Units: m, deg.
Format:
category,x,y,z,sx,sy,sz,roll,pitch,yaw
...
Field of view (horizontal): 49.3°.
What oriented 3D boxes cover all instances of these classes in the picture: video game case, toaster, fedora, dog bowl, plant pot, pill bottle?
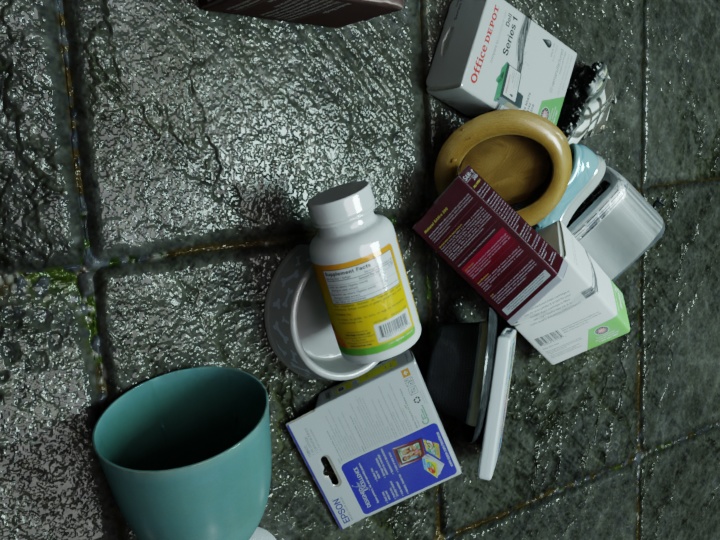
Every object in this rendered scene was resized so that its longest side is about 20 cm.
category,x,y,z,sx,sy,sz,roll,pitch,yaw
video game case,0.209,0.193,1.187,0.182,0.023,0.206,-5,103,-76
toaster,0.390,-0.074,1.257,0.129,0.114,0.200,38,106,-26
fedora,0.206,-0.153,1.141,0.195,0.082,0.205,3,122,5
dog bowl,-0.030,0.054,1.057,0.196,0.058,0.206,-5,99,-32
plant pot,-0.191,0.234,0.901,0.197,0.199,0.165,-20,116,-29
pill bottle,0.000,0.000,0.968,0.110,0.110,0.204,-26,110,-27
fedora,0.142,0.146,1.139,0.089,0.201,0.206,8,93,7

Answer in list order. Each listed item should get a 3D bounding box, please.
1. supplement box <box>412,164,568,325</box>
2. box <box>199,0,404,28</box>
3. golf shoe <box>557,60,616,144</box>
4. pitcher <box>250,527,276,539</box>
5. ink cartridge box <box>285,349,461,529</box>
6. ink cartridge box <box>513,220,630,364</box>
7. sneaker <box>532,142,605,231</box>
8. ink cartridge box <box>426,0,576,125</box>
category,x,y,z,sx,sy,sz,roll,pitch,yaw
supplement box,0.182,-0.035,1.101,0.200,0.109,0.061,45,32,0
box,-0.069,-0.386,0.904,0.196,0.165,0.169,-4,98,-33
golf shoe,0.356,-0.234,1.258,0.094,0.077,0.202,42,75,-30
pitcher,-0.203,0.394,0.961,0.198,0.170,0.124,-6,71,-50
ink cartridge box,0.020,0.242,1.109,0.196,0.047,0.201,-23,112,2
ink cartridge box,0.301,0.038,1.210,0.200,0.144,0.085,42,36,-30
sneaker,0.289,-0.110,1.218,0.081,0.074,0.202,29,100,-27
ink cartridge box,0.208,-0.292,1.148,0.197,0.084,0.150,20,85,-34
